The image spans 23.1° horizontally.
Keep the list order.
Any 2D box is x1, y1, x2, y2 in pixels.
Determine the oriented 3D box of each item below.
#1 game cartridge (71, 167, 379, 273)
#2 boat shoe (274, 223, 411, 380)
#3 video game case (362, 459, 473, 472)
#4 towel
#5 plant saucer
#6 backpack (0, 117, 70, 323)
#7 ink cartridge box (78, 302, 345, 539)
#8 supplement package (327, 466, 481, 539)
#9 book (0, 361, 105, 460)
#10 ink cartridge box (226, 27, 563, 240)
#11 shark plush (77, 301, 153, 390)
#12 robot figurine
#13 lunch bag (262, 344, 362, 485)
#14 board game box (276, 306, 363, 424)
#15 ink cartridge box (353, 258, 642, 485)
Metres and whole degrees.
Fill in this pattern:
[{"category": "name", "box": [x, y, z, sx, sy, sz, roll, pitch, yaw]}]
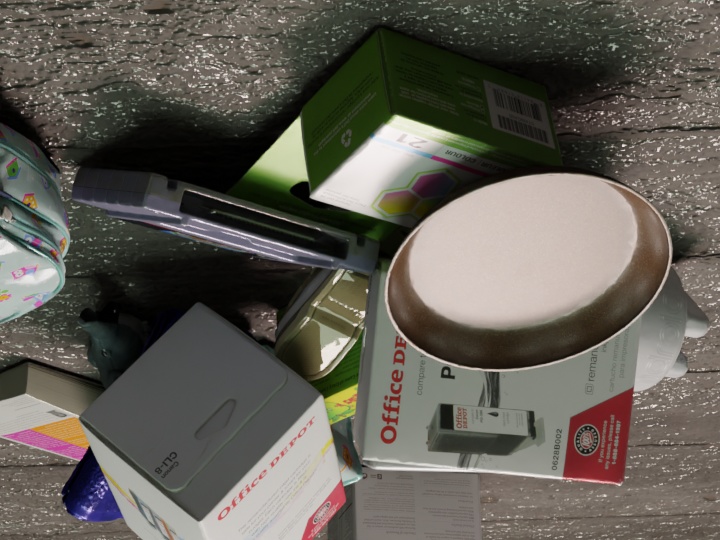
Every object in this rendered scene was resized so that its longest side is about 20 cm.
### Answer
[{"category": "game cartridge", "box": [-0.100, -0.035, 1.298, 0.199, 0.039, 0.129, 16, 172, -33]}, {"category": "boat shoe", "box": [0.000, 0.000, 1.394, 0.075, 0.069, 0.200, 34, 119, -28]}, {"category": "video game case", "box": [0.104, 0.167, 1.568, 0.198, 0.024, 0.182, 1, 174, -2]}, {"category": "towel", "box": [-0.176, 0.129, 1.540, 0.049, 0.201, 0.148, 33, -177, 23]}, {"category": "plant saucer", "box": [0.112, -0.005, 1.204, 0.198, 0.032, 0.201, -6, 138, -5]}, {"category": "backpack", "box": [-0.289, -0.044, 1.210, 0.166, 0.128, 0.200, -16, 156, 21]}, {"category": "ink cartridge box", "box": [-0.116, 0.157, 1.448, 0.144, 0.145, 0.201, 35, 157, 24]}, {"category": "supplement package", "box": [0.049, 0.345, 2.008, 0.150, 0.202, 0.151, 5, 155, -13]}, {"category": "book", "box": [-0.293, 0.149, 1.741, 0.133, 0.048, 0.199, -19, 150, 38]}, {"category": "ink cartridge box", "box": [0.020, -0.061, 1.215, 0.147, 0.076, 0.200, 15, 140, -32]}, {"category": "shark plush", "box": [-0.202, 0.082, 1.542, 0.090, 0.084, 0.200, 4, 155, -3]}, {"category": "robot figurine", "box": [0.185, 0.034, 1.431, 0.199, 0.113, 0.171, 10, 113, -26]}, {"category": "lunch bag", "box": [-0.124, 0.165, 1.695, 0.199, 0.123, 0.170, -20, 151, 24]}, {"category": "board game box", "box": [0.008, 0.055, 1.480, 0.047, 0.102, 0.199, 16, 150, -37]}, {"category": "ink cartridge box", "box": [0.101, 0.075, 1.318, 0.198, 0.148, 0.083, 5, -175, -3]}]
